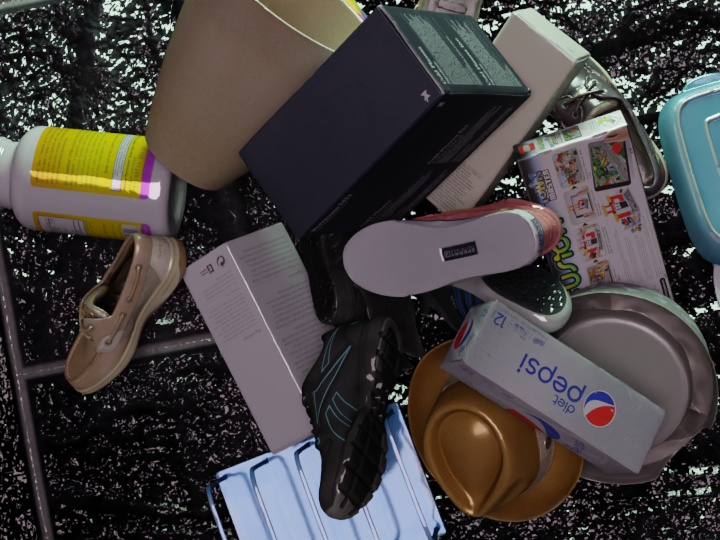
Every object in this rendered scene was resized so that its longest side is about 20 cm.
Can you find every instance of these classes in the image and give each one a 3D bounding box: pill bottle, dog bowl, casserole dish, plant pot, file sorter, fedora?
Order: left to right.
[{"bbox_3d":[-0.277,-0.087,1.755,0.198,0.104,0.105,7,90,5],"label":"pill bottle"},{"bbox_3d":[-0.115,-0.182,1.674,0.187,0.187,0.200,40,112,5],"label":"plant pot"},{"bbox_3d":[-0.035,0.231,1.720,0.198,0.123,0.140,-22,87,5],"label":"file sorter"},{"bbox_3d":[0.116,0.166,1.686,0.199,0.082,0.202,13,121,24],"label":"fedora"},{"bbox_3d":[0.245,0.103,1.693,0.198,0.059,0.202,6,113,15],"label":"dog bowl"},{"bbox_3d":[0.361,-0.101,1.709,0.120,0.039,0.202,-15,78,3],"label":"casserole dish"}]

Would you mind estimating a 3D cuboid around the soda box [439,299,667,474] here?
[{"bbox_3d":[0.176,0.109,1.612,0.199,0.063,0.069,32,75,-13],"label":"soda box"}]

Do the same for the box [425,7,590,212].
[{"bbox_3d":[0.129,-0.148,1.703,0.082,0.068,0.201,40,112,9],"label":"box"}]

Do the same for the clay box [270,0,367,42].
[{"bbox_3d":[-0.078,-0.271,1.766,0.115,0.048,0.201,-38,87,5],"label":"clay box"}]

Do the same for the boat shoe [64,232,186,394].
[{"bbox_3d":[-0.246,0.040,1.738,0.200,0.065,0.072,-51,44,28],"label":"boat shoe"}]

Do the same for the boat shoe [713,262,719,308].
[{"bbox_3d":[0.397,0.067,1.708,0.071,0.068,0.201,-23,65,-1],"label":"boat shoe"}]

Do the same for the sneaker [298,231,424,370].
[{"bbox_3d":[0.001,-0.002,1.748,0.103,0.060,0.202,8,57,-29],"label":"sneaker"}]

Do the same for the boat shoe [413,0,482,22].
[{"bbox_3d":[0.080,-0.232,1.740,0.075,0.072,0.202,21,91,-3],"label":"boat shoe"}]

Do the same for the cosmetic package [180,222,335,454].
[{"bbox_3d":[-0.081,0.065,1.728,0.071,0.101,0.201,-30,85,34],"label":"cosmetic package"}]

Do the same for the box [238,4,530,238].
[{"bbox_3d":[0.024,-0.135,1.615,0.200,0.182,0.104,-44,74,25],"label":"box"}]

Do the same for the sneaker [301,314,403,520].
[{"bbox_3d":[-0.015,0.137,1.641,0.079,0.076,0.202,-2,57,25],"label":"sneaker"}]

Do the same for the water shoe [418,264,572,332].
[{"bbox_3d":[0.129,0.032,1.693,0.071,0.199,0.080,-22,121,-31],"label":"water shoe"}]

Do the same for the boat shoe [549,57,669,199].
[{"bbox_3d":[0.230,-0.153,1.726,0.072,0.065,0.201,-37,87,3],"label":"boat shoe"}]

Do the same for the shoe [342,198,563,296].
[{"bbox_3d":[0.088,-0.022,1.652,0.198,0.091,0.072,-9,94,25],"label":"shoe"}]

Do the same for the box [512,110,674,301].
[{"bbox_3d":[0.224,-0.043,1.693,0.109,0.035,0.201,-17,118,5],"label":"box"}]
